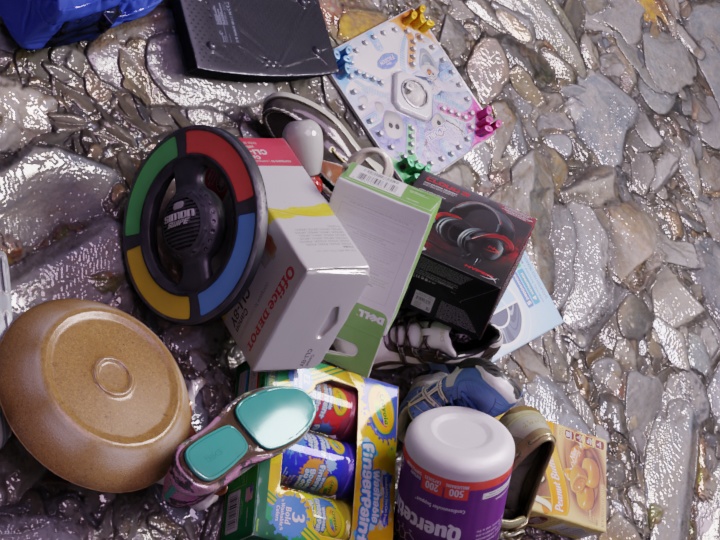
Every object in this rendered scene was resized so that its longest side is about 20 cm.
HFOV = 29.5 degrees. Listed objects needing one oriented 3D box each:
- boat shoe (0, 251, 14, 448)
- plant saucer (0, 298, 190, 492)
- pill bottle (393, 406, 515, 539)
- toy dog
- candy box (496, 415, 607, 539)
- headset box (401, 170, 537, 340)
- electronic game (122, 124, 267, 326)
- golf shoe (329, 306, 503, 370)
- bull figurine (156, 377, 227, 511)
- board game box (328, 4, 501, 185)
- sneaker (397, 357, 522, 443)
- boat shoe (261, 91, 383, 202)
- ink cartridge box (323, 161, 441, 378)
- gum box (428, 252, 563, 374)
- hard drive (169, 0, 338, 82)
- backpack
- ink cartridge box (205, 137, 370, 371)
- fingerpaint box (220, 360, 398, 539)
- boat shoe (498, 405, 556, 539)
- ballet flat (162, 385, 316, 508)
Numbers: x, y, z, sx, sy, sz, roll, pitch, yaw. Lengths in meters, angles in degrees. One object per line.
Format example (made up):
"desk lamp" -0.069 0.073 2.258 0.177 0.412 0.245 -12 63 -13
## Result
"boat shoe" -0.336 0.068 1.260 0.071 0.070 0.201 -2 68 -34
"plant saucer" -0.234 0.104 1.255 0.200 0.035 0.201 24 45 -27
"pill bottle" 0.091 0.248 1.413 0.112 0.200 0.113 5 27 -3
"toy dog" -0.049 -0.069 1.496 0.132 0.200 0.096 13 20 -10
"candy box" 0.196 0.233 1.593 0.200 0.055 0.116 21 59 -28
"headset box" 0.103 -0.026 1.533 0.148 0.075 0.200 25 32 8
"electronic game" -0.167 -0.045 1.356 0.042 0.200 0.201 7 65 -49
"golf shoe" 0.063 0.069 1.514 0.199 0.094 0.078 -1 79 -12
"bull figurine" -0.206 0.155 1.322 0.200 0.065 0.122 25 49 -33
"board game box" 0.070 -0.224 1.732 0.200 0.026 0.200 -35 92 -42
"sneaker" 0.103 0.148 1.474 0.076 0.200 0.077 44 62 -9
"boat shoe" -0.037 -0.124 1.573 0.201 0.072 0.061 40 47 -19
"ink cartridge box" 0.000 0.000 1.426 0.104 0.200 0.059 22 24 5
"gum box" 0.134 0.028 1.650 0.200 0.045 0.170 -25 85 -42
"hard drive" -0.127 -0.281 1.599 0.200 0.042 0.135 -5 73 -38
"backpack" -0.276 -0.334 1.433 0.200 0.168 0.163 -25 92 -45
"ink cartridge box" -0.093 -0.017 1.387 0.083 0.145 0.200 -2 44 -39
"fingerpaint box" -0.048 0.200 1.412 0.167 0.073 0.201 20 59 -28
"boat shoe" 0.159 0.245 1.477 0.073 0.201 0.063 10 24 -25
"ballet flat" -0.121 0.167 1.296 0.069 0.071 0.200 51 36 6
